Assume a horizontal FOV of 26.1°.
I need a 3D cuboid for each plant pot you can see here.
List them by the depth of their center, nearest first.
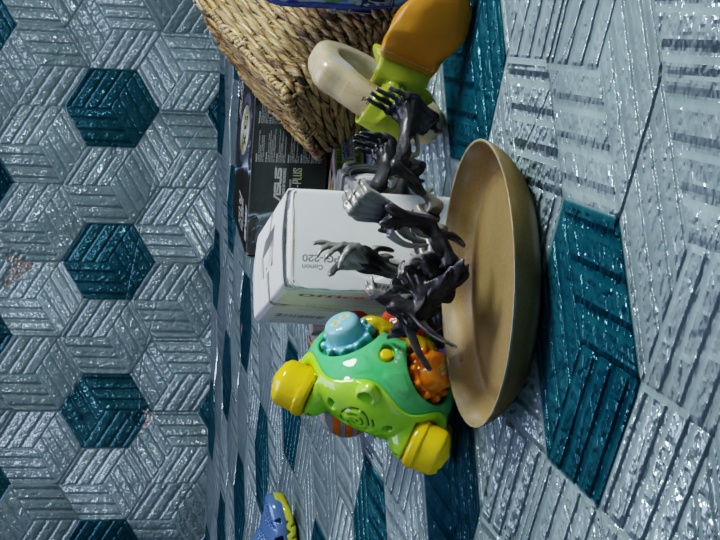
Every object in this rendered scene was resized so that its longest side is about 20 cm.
[{"bbox_3d":[0.092,0.009,1.088,0.200,0.027,0.202,180,90,-80],"label":"plant pot"}]

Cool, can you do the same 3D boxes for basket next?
[{"bbox_3d":[-0.044,-0.224,1.541,0.200,0.149,0.143,48,173,37],"label":"basket"}]

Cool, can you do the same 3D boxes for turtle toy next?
[{"bbox_3d":[0.018,0.083,1.230,0.200,0.145,0.102,9,-75,-85],"label":"turtle toy"}]

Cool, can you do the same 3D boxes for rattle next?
[{"bbox_3d":[0.037,-0.190,1.305,0.200,0.129,0.144,-36,-37,-70],"label":"rattle"}]

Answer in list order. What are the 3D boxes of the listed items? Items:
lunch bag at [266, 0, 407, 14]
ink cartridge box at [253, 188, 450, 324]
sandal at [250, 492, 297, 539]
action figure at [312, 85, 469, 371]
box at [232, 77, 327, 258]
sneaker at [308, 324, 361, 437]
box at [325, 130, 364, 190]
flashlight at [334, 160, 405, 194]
[{"bbox_3d":[-0.022,-0.331,1.370,0.083,0.160,0.201,-112,26,-65],"label":"lunch bag"},{"bbox_3d":[-0.007,-0.006,1.300,0.200,0.145,0.085,144,128,-77],"label":"ink cartridge box"},{"bbox_3d":[-0.131,0.396,2.106,0.080,0.086,0.201,-119,33,-73],"label":"sandal"},{"bbox_3d":[0.021,-0.028,1.136,0.119,0.101,0.201,124,149,-51],"label":"action figure"},{"bbox_3d":[-0.090,-0.132,1.733,0.164,0.086,0.201,-117,30,-68],"label":"box"},{"bbox_3d":[-0.024,0.059,1.575,0.112,0.077,0.201,-117,29,-66],"label":"sneaker"},{"bbox_3d":[-0.030,-0.087,1.737,0.200,0.034,0.111,110,159,-61],"label":"box"},{"bbox_3d":[0.000,0.000,1.466,0.068,0.068,0.201,-130,43,-58],"label":"flashlight"}]
